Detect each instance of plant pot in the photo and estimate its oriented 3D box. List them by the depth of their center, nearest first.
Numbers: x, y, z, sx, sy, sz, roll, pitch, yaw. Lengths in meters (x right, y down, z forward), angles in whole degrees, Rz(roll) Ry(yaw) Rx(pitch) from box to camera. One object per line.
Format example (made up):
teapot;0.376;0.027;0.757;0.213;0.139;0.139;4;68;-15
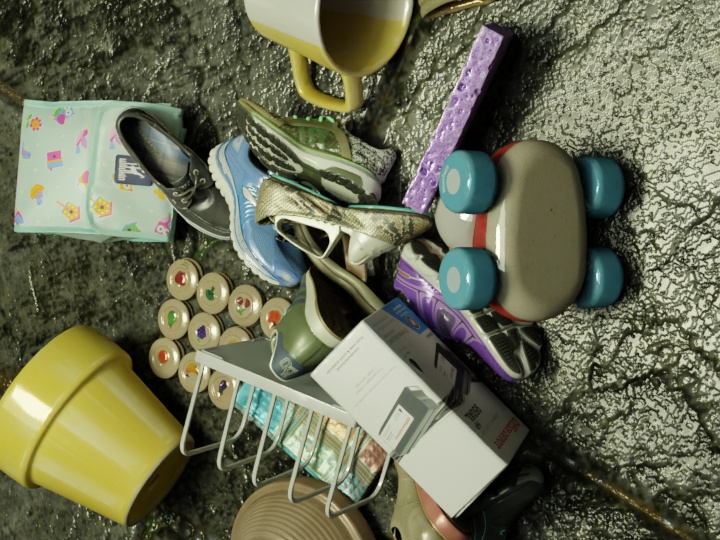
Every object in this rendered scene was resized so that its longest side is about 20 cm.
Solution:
plant pot;-0.081;0.336;1.670;0.200;0.093;0.201;6;100;35
plant pot;-0.309;0.198;1.785;0.189;0.201;0.201;35;109;12

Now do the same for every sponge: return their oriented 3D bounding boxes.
sponge;0.100;-0.158;1.554;0.030;0.112;0.200;26;105;3

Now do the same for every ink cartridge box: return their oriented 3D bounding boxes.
ink cartridge box;0.064;0.134;1.516;0.200;0.145;0.084;45;107;5

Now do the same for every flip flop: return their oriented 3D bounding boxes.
flip flop;0.000;0.000;1.646;0.058;0.081;0.200;-47;66;4

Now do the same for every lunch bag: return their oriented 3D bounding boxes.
lunch bag;-0.307;-0.119;1.819;0.200;0.122;0.171;4;87;22

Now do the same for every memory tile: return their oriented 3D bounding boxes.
memory tile;-0.166;0.082;1.785;0.200;0.017;0.154;21;101;31

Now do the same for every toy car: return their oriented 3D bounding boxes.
toy car;0.135;-0.039;1.526;0.200;0.184;0.177;1;92;62

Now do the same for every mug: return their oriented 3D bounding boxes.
mug;-0.053;-0.280;1.641;0.153;0.149;0.187;20;94;40

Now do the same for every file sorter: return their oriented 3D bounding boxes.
file sorter;-0.071;0.167;1.618;0.200;0.139;0.125;20;103;25

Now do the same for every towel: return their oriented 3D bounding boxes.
towel;-0.043;0.151;1.689;0.200;0.022;0.147;40;109;22

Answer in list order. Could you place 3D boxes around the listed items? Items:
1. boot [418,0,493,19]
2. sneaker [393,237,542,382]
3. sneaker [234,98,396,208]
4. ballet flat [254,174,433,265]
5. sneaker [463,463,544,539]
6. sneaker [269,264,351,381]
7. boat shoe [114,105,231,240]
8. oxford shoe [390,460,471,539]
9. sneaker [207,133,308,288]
boot;0.127;-0.359;1.559;0.200;0.073;0.156;-19;79;34
sneaker;0.111;0.050;1.582;0.200;0.081;0.084;47;131;32
sneaker;-0.047;-0.141;1.663;0.200;0.089;0.077;32;152;10
ballet flat;-0.023;-0.045;1.605;0.200;0.068;0.075;15;83;19
sneaker;0.124;0.274;1.574;0.200;0.075;0.079;-40;90;26
sneaker;-0.062;0.059;1.610;0.090;0.200;0.067;-43;102;10
boat shoe;-0.207;-0.111;1.737;0.070;0.066;0.200;-41;96;3
oxford shoe;0.053;0.239;1.547;0.070;0.200;0.075;42;97;-15
sneaker;-0.103;-0.072;1.707;0.089;0.078;0.200;-33;72;31
